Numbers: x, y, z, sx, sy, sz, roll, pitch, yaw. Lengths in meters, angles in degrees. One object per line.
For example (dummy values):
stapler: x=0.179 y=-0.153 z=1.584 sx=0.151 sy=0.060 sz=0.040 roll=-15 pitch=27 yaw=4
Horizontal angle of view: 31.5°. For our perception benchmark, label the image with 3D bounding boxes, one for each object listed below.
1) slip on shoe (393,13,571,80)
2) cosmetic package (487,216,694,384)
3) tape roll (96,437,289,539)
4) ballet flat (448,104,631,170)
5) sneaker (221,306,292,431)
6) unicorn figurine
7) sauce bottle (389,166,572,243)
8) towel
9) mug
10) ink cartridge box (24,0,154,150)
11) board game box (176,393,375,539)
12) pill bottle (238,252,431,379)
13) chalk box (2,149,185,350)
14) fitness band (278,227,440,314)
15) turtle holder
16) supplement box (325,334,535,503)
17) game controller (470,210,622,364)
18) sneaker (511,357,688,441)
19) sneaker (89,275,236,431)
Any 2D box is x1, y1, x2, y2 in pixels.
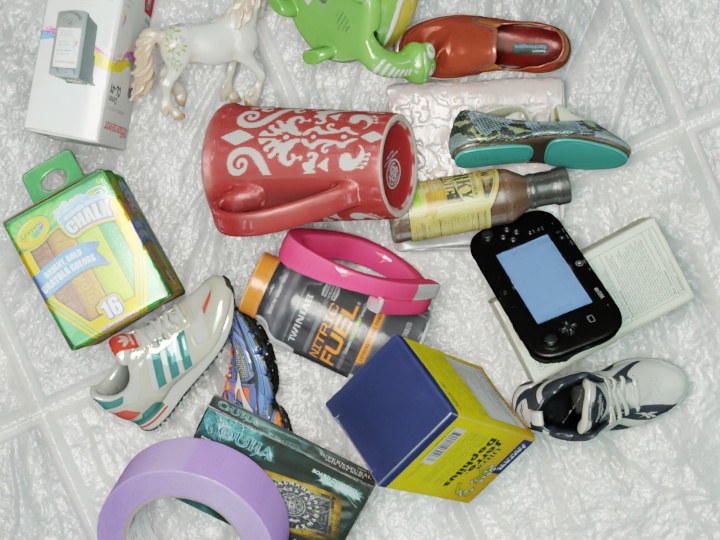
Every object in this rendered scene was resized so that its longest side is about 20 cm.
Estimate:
slip on shoe: x=0.136 y=-0.248 z=1.407 sx=0.198 sy=0.061 sz=0.075 roll=2 pitch=93 yaw=1
cosmetic package: x=0.252 y=0.032 z=1.406 sx=0.199 sy=0.073 sz=0.104 roll=-27 pitch=91 yaw=1
tape roll: x=-0.179 y=0.282 z=1.374 sx=0.198 sy=0.066 sz=0.202 roll=5 pitch=116 yaw=11
ballet flat: x=0.194 y=-0.149 z=1.381 sx=0.198 sy=0.074 sz=0.075 roll=1 pitch=91 yaw=-6
sneaker: x=-0.128 y=0.137 z=1.410 sx=0.078 sy=0.075 sz=0.202 roll=-13 pitch=89 yaw=4
unicorn figurine: x=-0.154 y=-0.243 z=1.386 sx=0.199 sy=0.074 sz=0.138 roll=-20 pitch=124 yaw=-34
sauce bottle: x=0.127 y=-0.076 z=1.379 sx=0.198 sy=0.065 sz=0.065 roll=-11 pitch=91 yaw=-1
towel: x=0.131 y=-0.117 z=1.425 sx=0.198 sy=0.032 sz=0.193 roll=-2 pitch=91 yaw=-1
mug: x=-0.053 y=-0.090 z=1.331 sx=0.198 sy=0.134 sz=0.179 roll=2 pitch=63 yaw=23
ink cartridge box: x=-0.285 y=-0.236 z=1.364 sx=0.085 sy=0.148 sz=0.202 roll=10 pitch=92 yaw=1
board game box: x=-0.096 y=0.232 z=1.385 sx=0.199 sy=0.028 sz=0.136 roll=27 pitch=118 yaw=-2
pill bottle: x=-0.031 y=0.052 z=1.391 sx=0.199 sy=0.106 sz=0.107 roll=24 pitch=91 yaw=0
chalk box: x=-0.295 y=-0.032 z=1.379 sx=0.124 sy=0.124 sz=0.201 roll=-30 pitch=91 yaw=0
fitness band: x=0.000 y=0.000 z=1.346 sx=0.143 sy=0.199 sz=0.038 roll=30 pitch=104 yaw=30
turtle holder: x=0.006 y=-0.292 z=1.357 sx=0.185 sy=0.131 sz=0.142 roll=35 pitch=129 yaw=35
supplement box: x=0.076 y=0.159 z=1.326 sx=0.110 sy=0.200 sz=0.109 roll=-45 pitch=57 yaw=14
game controller: x=0.192 y=0.013 z=1.339 sx=0.104 sy=0.042 sz=0.201 roll=-27 pitch=47 yaw=1
sneaker: x=0.267 y=0.143 z=1.380 sx=0.197 sy=0.130 sz=0.080 roll=-2 pitch=93 yaw=0
sneaker: x=-0.216 y=0.082 z=1.378 sx=0.093 sy=0.070 sz=0.200 roll=27 pitch=108 yaw=-35
